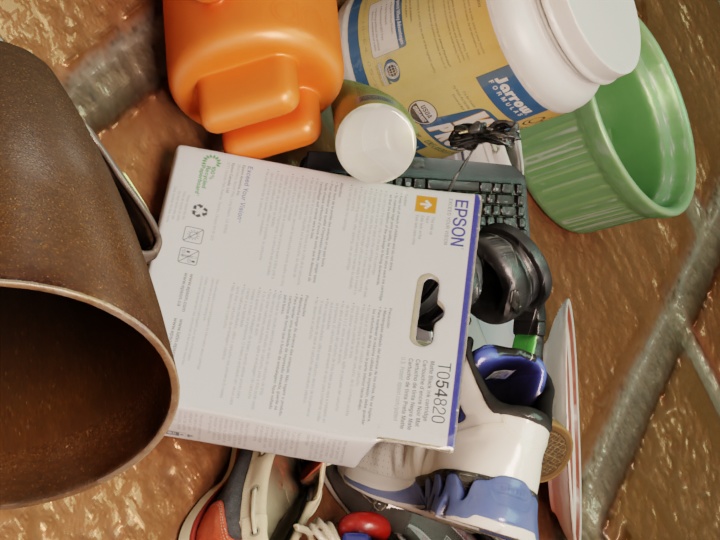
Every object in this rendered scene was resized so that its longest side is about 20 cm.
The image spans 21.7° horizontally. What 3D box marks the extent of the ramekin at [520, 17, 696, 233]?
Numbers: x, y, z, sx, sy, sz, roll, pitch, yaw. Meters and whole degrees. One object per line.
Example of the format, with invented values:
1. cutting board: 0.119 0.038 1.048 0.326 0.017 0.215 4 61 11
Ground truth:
1. ramekin: 0.208 -0.130 1.661 0.200 0.098 0.200 33 48 -45

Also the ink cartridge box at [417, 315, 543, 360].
1. ink cartridge box: 0.087 0.092 1.408 0.160 0.047 0.200 10 65 -55

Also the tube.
1. tube: 0.009 -0.097 1.248 0.200 0.052 0.058 -93 165 -77

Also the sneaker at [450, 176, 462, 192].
1. sneaker: 0.000 0.000 1.316 0.200 0.087 0.074 -34 109 -33

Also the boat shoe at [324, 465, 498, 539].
1. boat shoe: 0.049 0.168 1.290 0.200 0.057 0.067 48 52 -31

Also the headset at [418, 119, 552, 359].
1. headset: 0.078 0.002 1.236 0.123 0.094 0.200 -4 92 -38

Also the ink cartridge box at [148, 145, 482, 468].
1. ink cartridge box: -0.033 0.023 1.145 0.041 0.200 0.200 100 0 -53

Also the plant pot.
1. plant pot: -0.192 -0.013 0.939 0.187 0.187 0.200 36 33 -43

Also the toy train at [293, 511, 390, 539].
1. toy train: 0.040 0.190 1.170 0.200 0.116 0.085 59 28 -62

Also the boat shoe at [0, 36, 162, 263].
1. boat shoe: -0.186 -0.078 1.065 0.200 0.059 0.072 58 35 -20

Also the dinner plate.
1. dinner plate: 0.158 0.122 1.469 0.200 0.024 0.200 -4 90 -82

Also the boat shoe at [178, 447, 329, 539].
1. boat shoe: -0.048 0.123 1.171 0.071 0.063 0.200 57 33 -19

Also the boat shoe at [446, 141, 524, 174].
1. boat shoe: 0.105 -0.149 1.543 0.074 0.067 0.200 23 55 -51

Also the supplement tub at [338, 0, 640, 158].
1. supplement tub: 0.094 -0.173 1.411 0.145 0.200 0.145 32 49 -45

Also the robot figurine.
1. robot figurine: -0.072 -0.169 1.231 0.144 0.117 0.200 12 55 -30

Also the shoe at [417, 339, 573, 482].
1. shoe: 0.067 0.096 1.324 0.200 0.070 0.053 30 10 -37

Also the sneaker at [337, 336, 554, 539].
1. sneaker: 0.068 0.102 1.164 0.080 0.199 0.115 24 81 -22

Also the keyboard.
1. keyboard: 0.040 -0.015 1.280 0.200 0.021 0.127 1 88 -37
